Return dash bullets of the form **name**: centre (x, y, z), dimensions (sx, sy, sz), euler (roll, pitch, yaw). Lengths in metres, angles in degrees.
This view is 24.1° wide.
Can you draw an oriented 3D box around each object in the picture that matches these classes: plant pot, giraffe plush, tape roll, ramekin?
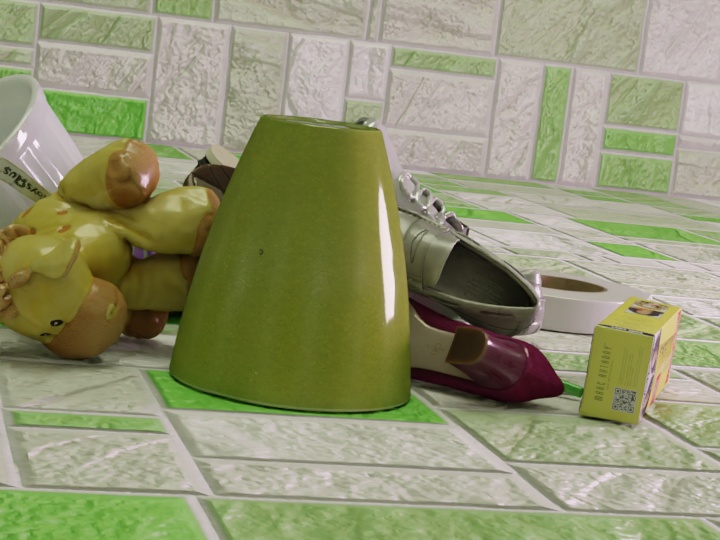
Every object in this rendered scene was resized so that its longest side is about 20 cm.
- **plant pot**: centre (-0.043, -0.013, 1.281), dimensions (0.186, 0.201, 0.187), euler (6, 8, -1)
- **giraffe plush**: centre (-0.219, -0.002, 1.299), dimensions (0.199, 0.173, 0.162), euler (20, 30, 0)
- **tape roll**: centre (0.207, 0.031, 1.787), dimensions (0.201, 0.037, 0.203), euler (6, 8, -1)
- **ramekin**: centre (-0.337, -0.071, 1.490), dimensions (0.200, 0.201, 0.098), euler (18, -30, 55)

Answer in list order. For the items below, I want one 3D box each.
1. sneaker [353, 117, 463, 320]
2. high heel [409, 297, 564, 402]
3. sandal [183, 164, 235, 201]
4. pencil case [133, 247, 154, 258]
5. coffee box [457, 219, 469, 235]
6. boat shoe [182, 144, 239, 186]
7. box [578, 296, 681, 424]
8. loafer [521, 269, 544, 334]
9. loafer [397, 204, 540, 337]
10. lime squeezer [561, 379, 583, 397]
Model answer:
- **sneaker**: centre (0.044, -0.042, 1.444), dimensions (0.087, 0.201, 0.075), euler (-8, 26, 30)
- **high heel**: centre (0.072, 0.072, 1.369), dimensions (0.096, 0.068, 0.200), euler (29, -7, -33)
- **sandal**: centre (-0.090, -0.040, 1.527), dimensions (0.054, 0.082, 0.200), euler (-34, -25, 27)
- **pencil case**: centre (-0.133, -0.004, 1.551), dimensions (0.199, 0.086, 0.084), euler (-1, 3, -43)
- **coffee box**: centre (0.010, -0.026, 1.856), dimensions (0.199, 0.080, 0.114), euler (6, 8, -6)
- **boat shoe**: centre (-0.097, -0.043, 1.754), dimensions (0.201, 0.063, 0.074), euler (41, 16, 4)
- **box**: centre (0.223, 0.071, 1.384), dimensions (0.050, 0.076, 0.200), euler (11, 8, 15)
- **loafer**: centre (0.096, 0.011, 1.646), dimensions (0.199, 0.070, 0.070), euler (13, 10, 38)
- **loafer**: centre (0.057, -0.012, 1.372), dimensions (0.199, 0.070, 0.070), euler (26, -20, -6)
- **lime squeezer**: centre (0.103, 0.075, 1.432), dimensions (0.071, 0.038, 0.200), euler (39, -10, -30)
